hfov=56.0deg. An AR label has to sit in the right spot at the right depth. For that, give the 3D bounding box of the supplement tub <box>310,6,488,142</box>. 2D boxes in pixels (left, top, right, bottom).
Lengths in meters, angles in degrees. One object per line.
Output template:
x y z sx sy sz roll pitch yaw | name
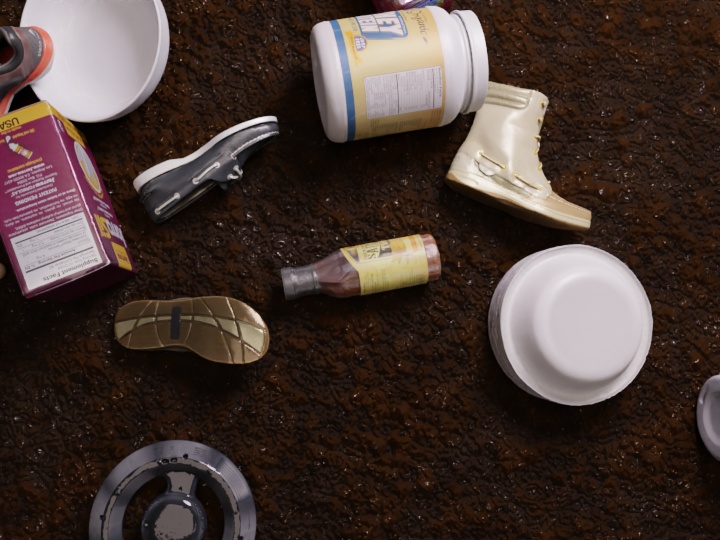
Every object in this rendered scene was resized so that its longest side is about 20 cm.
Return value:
0.045 -0.246 0.844 0.198 0.145 0.146 -11 86 -6 | supplement tub

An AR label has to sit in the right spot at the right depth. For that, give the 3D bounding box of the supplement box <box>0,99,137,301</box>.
-0.359 -0.074 0.799 0.102 0.131 0.202 -22 88 -7 | supplement box

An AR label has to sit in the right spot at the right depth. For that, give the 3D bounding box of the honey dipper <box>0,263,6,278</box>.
-0.524 -0.050 0.829 0.199 0.038 0.038 34 83 -3 | honey dipper

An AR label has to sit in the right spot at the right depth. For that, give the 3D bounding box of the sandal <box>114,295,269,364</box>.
-0.206 0.073 0.842 0.198 0.054 0.081 2 78 10 | sandal

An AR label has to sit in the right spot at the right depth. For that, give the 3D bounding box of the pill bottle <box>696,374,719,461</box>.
0.551 0.190 0.863 0.198 0.112 0.113 1 84 -4 | pill bottle

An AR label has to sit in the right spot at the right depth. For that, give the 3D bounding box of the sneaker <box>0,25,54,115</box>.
-0.459 -0.225 0.807 0.200 0.082 0.077 -40 84 15 | sneaker

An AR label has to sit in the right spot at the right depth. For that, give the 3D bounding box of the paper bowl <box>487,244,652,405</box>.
0.270 0.068 0.855 0.199 0.104 0.203 1 85 -6 | paper bowl

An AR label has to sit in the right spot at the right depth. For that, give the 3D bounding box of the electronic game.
-0.225 0.308 0.818 0.198 0.042 0.202 1 83 -5 | electronic game

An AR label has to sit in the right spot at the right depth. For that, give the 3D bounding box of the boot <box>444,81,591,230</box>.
0.227 -0.148 0.887 0.198 0.073 0.157 22 86 3 | boot

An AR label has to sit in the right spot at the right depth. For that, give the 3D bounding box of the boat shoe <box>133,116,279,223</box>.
-0.184 -0.126 0.852 0.199 0.076 0.061 -28 87 5 | boat shoe

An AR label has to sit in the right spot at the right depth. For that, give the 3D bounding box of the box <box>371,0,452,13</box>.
0.042 -0.426 0.883 0.095 0.100 0.201 -26 87 -7 | box

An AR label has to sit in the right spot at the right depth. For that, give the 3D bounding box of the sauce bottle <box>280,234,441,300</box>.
0.000 0.000 0.856 0.198 0.066 0.067 -11 86 -8 | sauce bottle

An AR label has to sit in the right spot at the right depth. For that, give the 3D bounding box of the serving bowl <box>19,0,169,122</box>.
-0.319 -0.282 0.841 0.198 0.066 0.202 1 95 15 | serving bowl
